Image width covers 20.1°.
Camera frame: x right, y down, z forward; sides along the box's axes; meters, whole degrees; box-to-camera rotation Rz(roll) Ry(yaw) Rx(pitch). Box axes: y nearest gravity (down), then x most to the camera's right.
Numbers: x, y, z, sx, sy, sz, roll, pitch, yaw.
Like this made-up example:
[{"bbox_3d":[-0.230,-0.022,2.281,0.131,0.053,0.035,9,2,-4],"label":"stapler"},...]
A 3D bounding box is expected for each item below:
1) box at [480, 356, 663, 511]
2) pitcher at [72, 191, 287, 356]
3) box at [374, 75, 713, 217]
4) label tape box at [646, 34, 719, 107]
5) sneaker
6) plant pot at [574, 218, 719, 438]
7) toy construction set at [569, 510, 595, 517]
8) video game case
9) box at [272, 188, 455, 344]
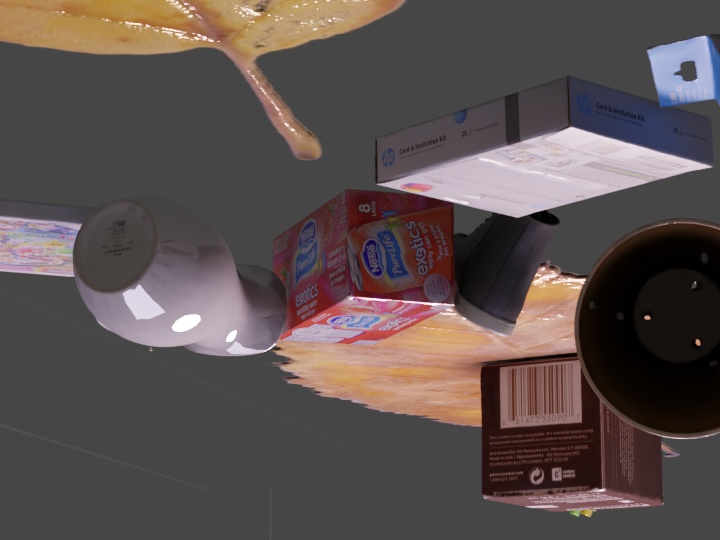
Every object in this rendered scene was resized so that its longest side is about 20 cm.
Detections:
[{"bbox_3d":[0.261,0.203,2.497,0.165,0.166,0.200,-7,166,29],"label":"box"},{"bbox_3d":[-0.177,0.014,1.711,0.170,0.122,0.200,-10,159,22],"label":"pitcher"},{"bbox_3d":[0.133,-0.086,1.489,0.155,0.042,0.199,11,162,-40],"label":"box"},{"bbox_3d":[0.293,-0.109,1.338,0.198,0.067,0.143,-5,167,11],"label":"label tape box"},{"bbox_3d":[0.122,-0.019,1.735,0.074,0.107,0.200,26,-169,-12],"label":"sneaker"},{"bbox_3d":[0.288,0.044,1.833,0.184,0.188,0.200,-2,-177,8],"label":"plant pot"},{"bbox_3d":[0.327,0.342,3.291,0.130,0.093,0.200,23,162,10],"label":"toy construction set"},{"bbox_3d":[-0.292,-0.027,1.789,0.142,0.018,0.200,5,166,-21],"label":"video game case"},{"bbox_3d":[0.000,0.000,1.741,0.099,0.096,0.200,4,167,-20],"label":"box"}]
